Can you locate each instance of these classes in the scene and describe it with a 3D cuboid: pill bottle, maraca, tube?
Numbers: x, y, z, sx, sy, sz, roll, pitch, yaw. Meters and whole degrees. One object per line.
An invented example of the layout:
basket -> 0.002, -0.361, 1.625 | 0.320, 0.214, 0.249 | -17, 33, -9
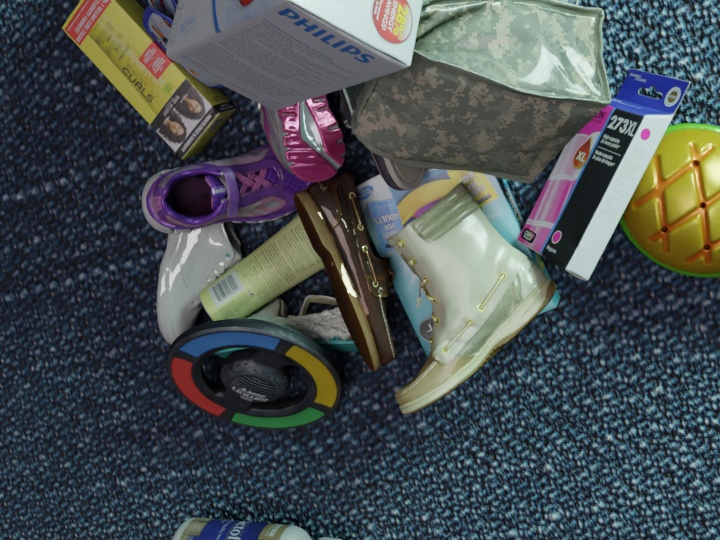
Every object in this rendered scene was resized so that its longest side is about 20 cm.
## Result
pill bottle -> -0.118, 0.353, 1.145 | 0.196, 0.116, 0.118 | 0, 102, 16
maraca -> 0.335, -0.056, 0.917 | 0.197, 0.107, 0.139 | 24, 107, 10
tube -> -0.083, -0.009, 1.079 | 0.198, 0.052, 0.058 | -35, 132, 3

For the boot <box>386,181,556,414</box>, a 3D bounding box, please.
boot -> 0.075, 0.030, 0.982 | 0.200, 0.072, 0.155 | -43, 89, 11

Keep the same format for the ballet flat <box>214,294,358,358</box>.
ballet flat -> -0.070, 0.062, 1.100 | 0.196, 0.072, 0.073 | -4, 101, 16

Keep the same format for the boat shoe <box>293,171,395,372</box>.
boat shoe -> 0.000, 0.000, 1.007 | 0.069, 0.070, 0.203 | -23, 99, -16

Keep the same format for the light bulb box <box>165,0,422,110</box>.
light bulb box -> -0.046, -0.263, 0.823 | 0.198, 0.123, 0.202 | -4, 71, 53

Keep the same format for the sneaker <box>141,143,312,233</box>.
sneaker -> -0.133, -0.086, 1.037 | 0.196, 0.088, 0.082 | -14, 92, -10

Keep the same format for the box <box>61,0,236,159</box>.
box -> -0.232, -0.222, 1.085 | 0.075, 0.050, 0.200 | -43, 87, 22

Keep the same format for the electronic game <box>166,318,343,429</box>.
electronic game -> -0.115, 0.117, 1.081 | 0.195, 0.042, 0.202 | 5, 141, 4

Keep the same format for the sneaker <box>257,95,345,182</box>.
sneaker -> -0.072, -0.186, 1.003 | 0.080, 0.088, 0.205 | -4, 88, -22

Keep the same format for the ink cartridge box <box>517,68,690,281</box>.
ink cartridge box -> 0.226, -0.098, 0.931 | 0.037, 0.095, 0.203 | 24, 98, -26

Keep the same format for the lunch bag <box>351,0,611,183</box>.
lunch bag -> 0.098, -0.169, 0.890 | 0.196, 0.164, 0.120 | 6, 68, -14

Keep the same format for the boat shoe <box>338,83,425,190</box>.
boat shoe -> 0.012, -0.169, 1.000 | 0.062, 0.072, 0.204 | -27, 74, 41

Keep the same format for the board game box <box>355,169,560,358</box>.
board game box -> 0.098, -0.028, 1.029 | 0.149, 0.047, 0.203 | -25, 94, 21

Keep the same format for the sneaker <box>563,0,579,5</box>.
sneaker -> 0.182, -0.290, 0.923 | 0.074, 0.088, 0.203 | 24, 109, 9

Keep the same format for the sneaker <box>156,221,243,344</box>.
sneaker -> -0.175, -0.007, 1.110 | 0.087, 0.075, 0.204 | 11, 104, 2

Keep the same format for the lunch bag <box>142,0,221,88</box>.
lunch bag -> -0.162, -0.284, 0.976 | 0.122, 0.170, 0.204 | -19, 101, -13
